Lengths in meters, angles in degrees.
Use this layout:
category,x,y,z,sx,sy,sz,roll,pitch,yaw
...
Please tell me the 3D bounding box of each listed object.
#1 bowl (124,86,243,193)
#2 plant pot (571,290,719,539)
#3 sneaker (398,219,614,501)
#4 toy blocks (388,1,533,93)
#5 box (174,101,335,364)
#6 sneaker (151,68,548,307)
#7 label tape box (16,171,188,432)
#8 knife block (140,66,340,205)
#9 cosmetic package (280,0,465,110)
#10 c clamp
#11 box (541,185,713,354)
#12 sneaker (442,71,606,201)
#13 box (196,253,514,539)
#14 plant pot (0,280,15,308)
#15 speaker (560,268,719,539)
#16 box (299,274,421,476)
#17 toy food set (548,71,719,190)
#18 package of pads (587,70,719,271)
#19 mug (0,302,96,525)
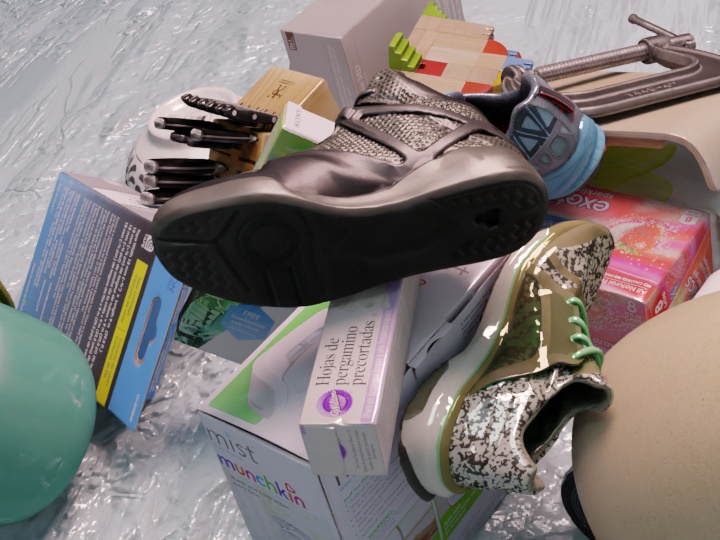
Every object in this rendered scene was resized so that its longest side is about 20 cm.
category,x,y,z,sx,sy,sz,roll,pitch,yaw
bowl,-0.144,-0.111,1.075,0.200,0.094,0.201,-10,37,8
plant pot,0.227,0.084,0.589,0.200,0.135,0.201,7,59,-11
sneaker,0.107,0.053,0.629,0.089,0.077,0.200,12,53,37
toy blocks,0.100,-0.172,1.076,0.137,0.100,0.200,12,46,16
box,-0.025,-0.004,0.774,0.144,0.200,0.036,21,35,-15
sneaker,-0.012,-0.046,0.606,0.199,0.076,0.114,-13,39,-5
label tape box,-0.182,0.021,0.885,0.063,0.144,0.200,10,12,-47
knife block,-0.085,-0.074,0.945,0.064,0.200,0.176,22,63,38
cosmetic package,0.017,-0.248,1.176,0.090,0.107,0.200,13,48,34
c clamp,0.187,-0.149,0.862,0.200,0.027,0.171,-18,29,-24
box,0.142,0.001,0.827,0.200,0.095,0.103,18,51,36
sneaker,0.061,-0.086,0.782,0.200,0.096,0.079,-18,46,34
box,0.022,0.092,0.693,0.097,0.177,0.200,18,50,36
plant pot,-0.408,0.068,0.891,0.200,0.200,0.193,6,55,26
speaker,0.208,0.085,0.711,0.081,0.081,0.200,17,48,36
box,0.007,0.019,0.612,0.039,0.041,0.200,-2,43,13
toy food set,0.191,-0.099,0.845,0.200,0.060,0.143,8,28,36
package of pads,0.235,-0.085,0.923,0.200,0.068,0.154,19,50,38
mug,-0.274,0.113,0.817,0.185,0.114,0.152,-36,50,21
